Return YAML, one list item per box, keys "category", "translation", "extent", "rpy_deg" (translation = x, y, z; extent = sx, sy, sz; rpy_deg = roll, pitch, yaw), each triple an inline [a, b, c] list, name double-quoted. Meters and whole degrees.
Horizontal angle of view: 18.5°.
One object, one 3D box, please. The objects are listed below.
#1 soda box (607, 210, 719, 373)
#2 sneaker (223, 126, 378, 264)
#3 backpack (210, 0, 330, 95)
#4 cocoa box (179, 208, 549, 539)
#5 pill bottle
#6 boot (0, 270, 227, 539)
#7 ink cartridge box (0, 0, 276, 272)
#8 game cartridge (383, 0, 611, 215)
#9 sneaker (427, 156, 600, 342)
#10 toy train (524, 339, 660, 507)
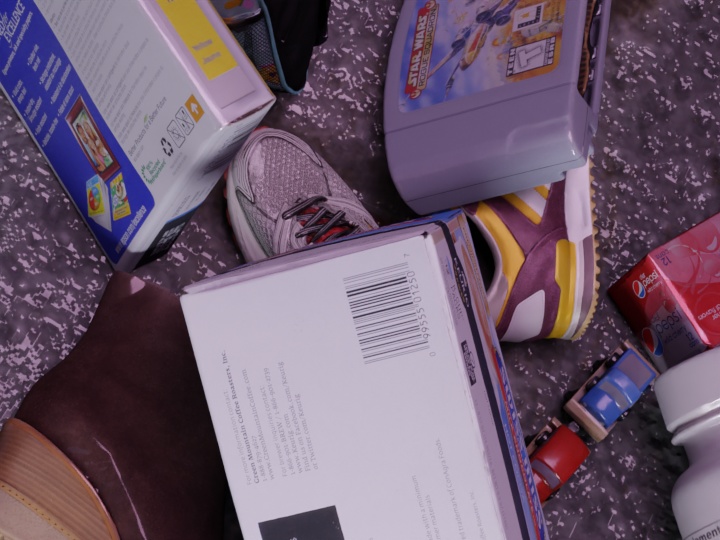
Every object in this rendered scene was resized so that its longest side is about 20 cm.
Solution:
- category: "soda box"
  translation: [0.249, -0.014, 1.323]
  extent: [0.199, 0.063, 0.070]
  rpy_deg: [-29, 81, -26]
- category: "sneaker"
  translation: [0.000, 0.000, 1.226]
  extent: [0.078, 0.082, 0.200]
  rpy_deg: [-34, 82, -26]
- category: "backpack"
  translation: [-0.083, -0.215, 1.217]
  extent: [0.152, 0.200, 0.177]
  rpy_deg: [12, 68, 4]
- category: "cocoa box"
  translation: [0.008, 0.083, 1.118]
  extent: [0.132, 0.131, 0.201]
  rpy_deg: [-14, 93, 13]
- category: "pill bottle"
  translation: [0.237, 0.142, 1.230]
  extent: [0.114, 0.114, 0.201]
  rpy_deg: [-12, 74, -22]
- category: "boot"
  translation: [-0.087, 0.109, 1.161]
  extent: [0.199, 0.072, 0.167]
  rpy_deg: [32, 66, 0]
- category: "ink cartridge box"
  translation: [-0.141, -0.121, 1.163]
  extent: [0.047, 0.198, 0.201]
  rpy_deg: [-27, 81, -28]
- category: "game cartridge"
  translation: [0.078, -0.128, 1.274]
  extent: [0.042, 0.132, 0.201]
  rpy_deg: [51, 38, -43]
- category: "sneaker"
  translation: [0.083, -0.057, 1.280]
  extent: [0.089, 0.075, 0.201]
  rpy_deg: [1, 68, -18]
- category: "toy train"
  translation: [0.104, 0.108, 1.238]
  extent: [0.034, 0.046, 0.200]
  rpy_deg: [44, 63, 2]
